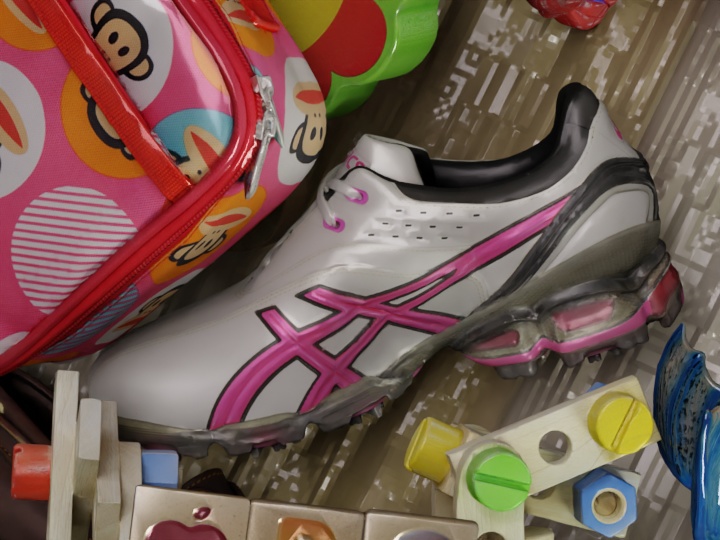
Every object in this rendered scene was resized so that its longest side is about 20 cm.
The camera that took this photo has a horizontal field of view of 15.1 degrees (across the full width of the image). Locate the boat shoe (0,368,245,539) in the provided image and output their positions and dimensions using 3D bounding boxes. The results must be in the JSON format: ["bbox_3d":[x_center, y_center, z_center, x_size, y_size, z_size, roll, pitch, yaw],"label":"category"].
[{"bbox_3d":[-0.066,0.096,0.907,0.200,0.070,0.070,28,90,19],"label":"boat shoe"}]

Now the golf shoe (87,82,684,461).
[{"bbox_3d":[0.000,0.000,0.895,0.200,0.073,0.092,-18,107,4],"label":"golf shoe"}]

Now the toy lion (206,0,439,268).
[{"bbox_3d":[-0.065,-0.110,0.909,0.200,0.069,0.192,33,117,22],"label":"toy lion"}]

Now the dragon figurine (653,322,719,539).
[{"bbox_3d":[0.122,0.050,0.824,0.099,0.059,0.200,-9,119,1],"label":"dragon figurine"}]

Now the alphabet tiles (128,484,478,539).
[{"bbox_3d":[-0.027,0.165,0.781,0.166,0.006,0.200,7,90,-2],"label":"alphabet tiles"}]

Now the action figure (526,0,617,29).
[{"bbox_3d":[0.018,-0.125,0.923,0.200,0.099,0.065,10,82,14],"label":"action figure"}]

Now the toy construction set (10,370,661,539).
[{"bbox_3d":[-0.013,0.090,0.823,0.200,0.092,0.131,4,95,6],"label":"toy construction set"}]

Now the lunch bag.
[{"bbox_3d":[-0.105,-0.083,0.864,0.176,0.082,0.200,-39,78,22],"label":"lunch bag"}]
